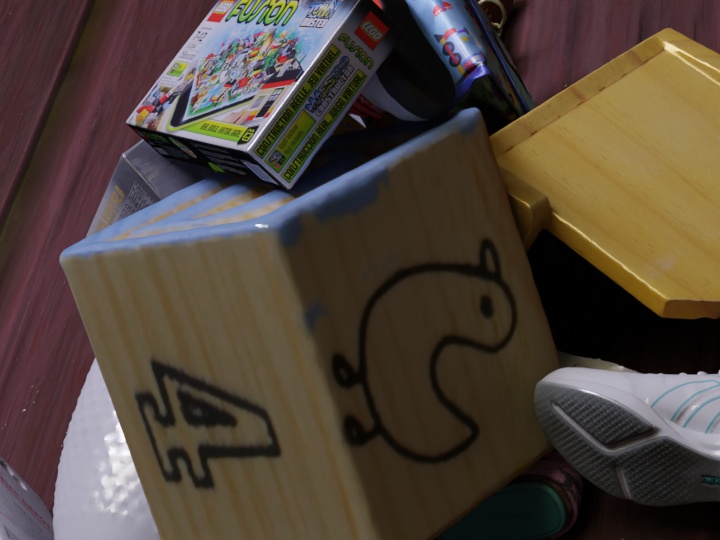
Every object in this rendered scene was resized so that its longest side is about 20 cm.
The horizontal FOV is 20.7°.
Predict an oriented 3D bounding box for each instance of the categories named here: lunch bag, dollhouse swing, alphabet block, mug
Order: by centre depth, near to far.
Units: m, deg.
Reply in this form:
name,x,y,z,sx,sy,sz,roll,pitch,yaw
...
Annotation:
name,x,y,z,sx,sy,sz,roll,pitch,yaw
alphabet block,-0.023,0.042,1.136,0.195,0.202,0.195,-6,18,48
dollhouse swing,0.168,-0.023,1.223,0.199,0.176,0.182,-33,-18,-32
mug,-0.101,0.136,1.289,0.198,0.148,0.177,12,61,14
lunch bag,0.064,-0.134,1.335,0.094,0.199,0.151,-38,63,18

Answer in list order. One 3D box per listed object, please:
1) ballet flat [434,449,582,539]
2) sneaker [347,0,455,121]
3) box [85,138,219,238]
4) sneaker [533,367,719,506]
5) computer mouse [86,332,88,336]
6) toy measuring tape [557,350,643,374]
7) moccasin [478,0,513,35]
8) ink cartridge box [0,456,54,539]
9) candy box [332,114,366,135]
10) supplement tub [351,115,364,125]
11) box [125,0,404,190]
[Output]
name,x,y,z,sx,sy,sz,roll,pitch,yaw
ballet flat,0.044,0.146,1.195,0.198,0.070,0.071,-18,18,22
sneaker,-0.011,-0.110,1.180,0.108,0.067,0.202,-45,28,14
box,-0.110,-0.064,1.338,0.158,0.048,0.200,-41,-6,-27
sneaker,0.193,0.088,1.085,0.198,0.071,0.080,14,42,22
computer mouse,-0.103,0.048,1.352,0.198,0.058,0.034,-3,84,31
toy measuring tape,0.111,0.070,1.219,0.199,0.074,0.074,16,61,38
moccasin,0.075,-0.169,1.508,0.077,0.074,0.201,2,31,30
ink cartridge box,-0.253,0.200,1.363,0.067,0.117,0.200,-38,33,0
candy box,0.000,0.000,1.287,0.026,0.202,0.102,-14,24,-18
supplement tub,-0.039,-0.176,1.578,0.139,0.141,0.201,-22,36,25
box,-0.060,-0.109,1.137,0.110,0.035,0.200,-54,25,-9
